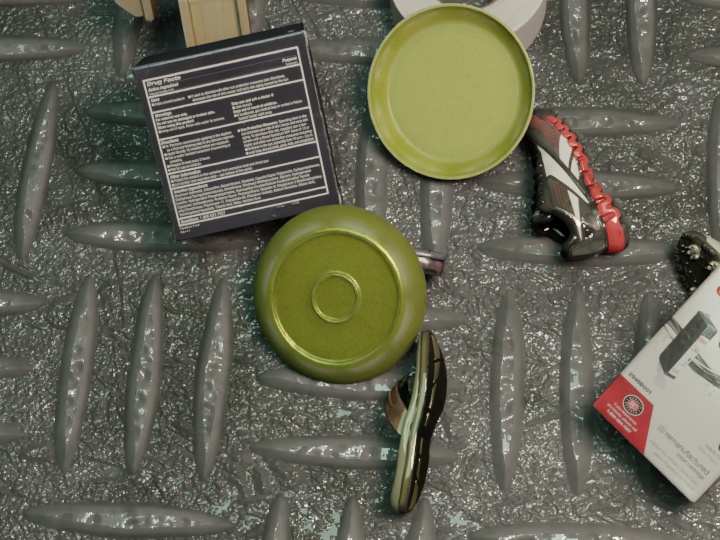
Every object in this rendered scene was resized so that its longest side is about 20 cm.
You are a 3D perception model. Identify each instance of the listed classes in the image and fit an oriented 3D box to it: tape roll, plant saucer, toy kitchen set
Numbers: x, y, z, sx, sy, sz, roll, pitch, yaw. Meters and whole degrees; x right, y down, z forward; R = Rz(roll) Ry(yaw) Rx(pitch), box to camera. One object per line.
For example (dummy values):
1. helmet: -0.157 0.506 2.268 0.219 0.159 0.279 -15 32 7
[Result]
1. tape roll: 0.133 -0.349 1.490 0.200 0.071 0.205 -2 69 5
2. plant saucer: 0.108 -0.210 1.410 0.197 0.031 0.203 2 99 15
3. toy kitchen set: -0.212 -0.282 1.496 0.161 0.182 0.201 -8 28 -1
4. plant saucer: -0.026 0.029 1.328 0.197 0.031 0.203 1 97 8

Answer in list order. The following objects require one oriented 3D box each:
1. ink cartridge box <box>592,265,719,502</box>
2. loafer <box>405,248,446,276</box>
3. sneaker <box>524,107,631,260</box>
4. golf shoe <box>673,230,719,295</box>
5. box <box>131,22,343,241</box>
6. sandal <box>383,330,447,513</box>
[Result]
1. ink cartridge box: 0.364 0.116 1.242 0.144 0.084 0.200 44 100 19
2. loafer: 0.000 0.000 1.375 0.197 0.072 0.064 5 88 14
3. sneaker: 0.227 -0.097 1.381 0.097 0.071 0.202 -23 69 -7
4. golf shoe: 0.435 0.025 1.324 0.088 0.077 0.200 -34 70 -30
5. box: -0.136 -0.162 1.367 0.197 0.123 0.201 -12 108 0
6. sandal: 0.050 0.159 1.297 0.057 0.080 0.203 6 69 22
